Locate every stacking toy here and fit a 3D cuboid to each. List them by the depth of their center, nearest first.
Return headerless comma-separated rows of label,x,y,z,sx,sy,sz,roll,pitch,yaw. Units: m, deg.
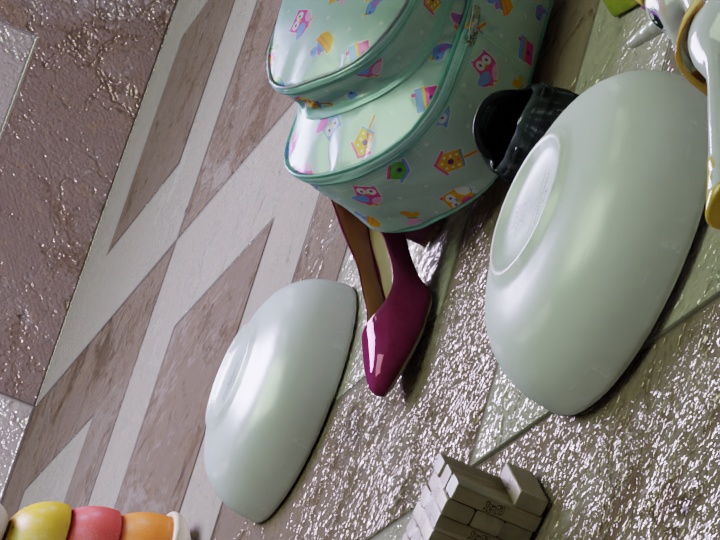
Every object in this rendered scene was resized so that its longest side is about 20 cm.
stacking toy,-0.256,0.243,2.460,0.146,0.200,0.146,-158,90,-79

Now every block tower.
block tower,0.035,0.197,1.618,0.200,0.058,0.054,-64,13,11

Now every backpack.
backpack,0.029,-0.133,1.983,0.176,0.153,0.200,-18,54,40

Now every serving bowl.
serving bowl,0.119,-0.024,1.603,0.200,0.066,0.200,-158,90,-78
serving bowl,-0.074,0.092,2.262,0.200,0.066,0.200,-157,90,-77

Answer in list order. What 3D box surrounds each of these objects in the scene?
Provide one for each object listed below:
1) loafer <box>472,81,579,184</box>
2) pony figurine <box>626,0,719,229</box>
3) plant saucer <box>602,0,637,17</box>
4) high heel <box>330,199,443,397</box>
loafer,0.103,-0.088,1.799,0.201,0.070,0.068,-160,92,-78
pony figurine,0.188,-0.144,1.400,0.200,0.166,0.193,-110,33,-50
plant saucer,0.198,-0.270,1.770,0.200,0.048,0.200,156,135,-74
high heel,0.000,0.000,2.028,0.200,0.096,0.067,-80,17,-46
